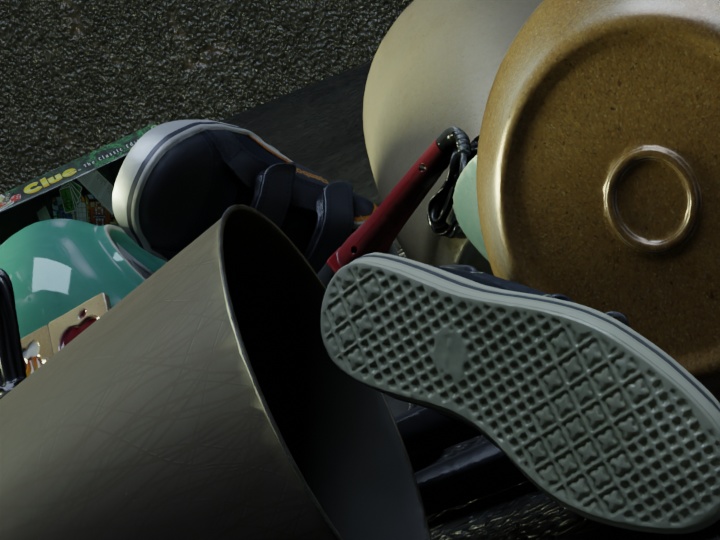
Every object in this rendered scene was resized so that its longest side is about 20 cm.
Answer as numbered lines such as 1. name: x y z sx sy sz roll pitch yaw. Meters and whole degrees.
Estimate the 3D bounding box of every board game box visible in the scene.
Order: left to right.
1. board game box: -0.124 0.026 1.367 0.104 0.201 0.023 -26 36 -13

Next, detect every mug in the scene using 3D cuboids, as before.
1. mug: -0.120 0.058 1.264 0.115 0.185 0.152 -48 -11 6

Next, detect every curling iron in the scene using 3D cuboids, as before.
1. curling iron: 0.000 0.000 1.237 0.200 0.025 0.050 -43 41 35

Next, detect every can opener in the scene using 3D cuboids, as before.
1. can opener: 0.083 0.061 1.092 0.199 0.079 0.064 -26 48 7

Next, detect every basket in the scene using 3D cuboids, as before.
1. basket: -0.094 0.100 1.028 0.199 0.181 0.136 -31 -28 16

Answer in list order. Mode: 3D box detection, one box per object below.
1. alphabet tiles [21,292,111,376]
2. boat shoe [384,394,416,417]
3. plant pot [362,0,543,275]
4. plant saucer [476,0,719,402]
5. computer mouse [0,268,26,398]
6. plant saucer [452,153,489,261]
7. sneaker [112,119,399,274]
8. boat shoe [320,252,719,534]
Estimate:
1. alphabet tiles: -0.183 0.122 1.159 0.199 0.168 0.008 -29 -37 18
2. boat shoe: -0.015 0.064 1.279 0.067 0.057 0.200 -26 9 -12
3. plant pot: 0.090 -0.038 1.294 0.186 0.188 0.200 -22 24 13
4. plant saucer: 0.122 -0.029 1.001 0.199 0.202 0.035 -17 -2 35
5. computer mouse: -0.214 0.093 1.169 0.199 0.141 0.046 -27 -17 24
6. plant saucer: 0.139 -0.010 1.109 0.199 0.039 0.201 3 -26 2
7. sneaker: -0.041 -0.021 1.299 0.079 0.079 0.200 26 3 34
8. boat shoe: 0.072 0.043 0.986 0.199 0.075 0.062 23 15 39
